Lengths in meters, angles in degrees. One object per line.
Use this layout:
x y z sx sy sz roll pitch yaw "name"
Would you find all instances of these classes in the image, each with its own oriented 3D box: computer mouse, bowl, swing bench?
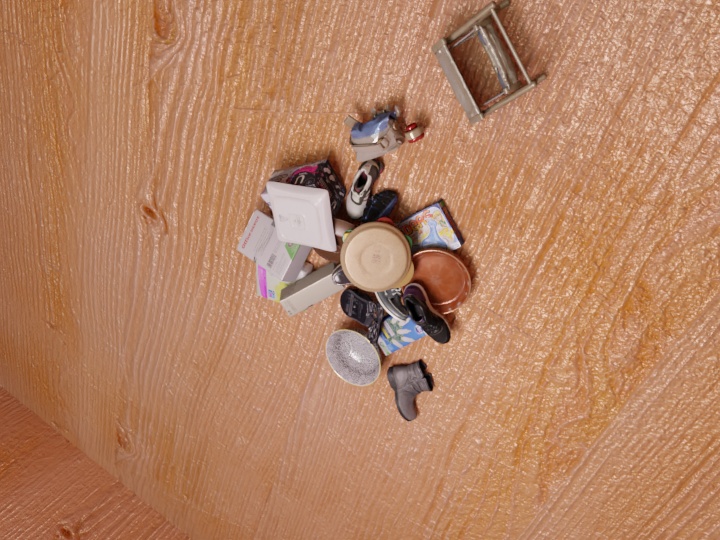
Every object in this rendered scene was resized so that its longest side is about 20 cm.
0.011 0.122 1.771 0.199 0.052 0.141 34 121 44 "computer mouse"
-0.005 0.254 1.844 0.198 0.094 0.204 14 121 24 "bowl"
0.279 -0.462 1.317 0.199 0.130 0.201 -26 99 37 "swing bench"

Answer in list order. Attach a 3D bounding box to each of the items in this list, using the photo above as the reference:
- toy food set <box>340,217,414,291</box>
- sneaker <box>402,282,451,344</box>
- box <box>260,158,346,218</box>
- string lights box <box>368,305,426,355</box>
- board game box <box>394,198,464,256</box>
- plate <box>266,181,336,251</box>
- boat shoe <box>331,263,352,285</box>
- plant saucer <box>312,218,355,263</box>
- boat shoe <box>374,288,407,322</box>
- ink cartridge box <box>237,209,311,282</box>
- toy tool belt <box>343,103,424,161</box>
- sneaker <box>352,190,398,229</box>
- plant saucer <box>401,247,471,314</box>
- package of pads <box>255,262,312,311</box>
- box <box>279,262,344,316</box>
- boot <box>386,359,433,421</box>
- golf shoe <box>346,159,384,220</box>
0.044 -0.040 1.560 0.197 0.049 0.201 -8 108 4 "toy food set"
0.176 0.138 1.608 0.075 0.088 0.201 -30 105 28 "sneaker"
-0.164 -0.221 1.671 0.197 0.116 0.133 -6 136 31 "box"
0.130 0.166 1.746 0.199 0.059 0.103 -33 92 36 "string lights box"
0.172 -0.094 1.613 0.199 0.034 0.137 -26 98 36 "board game box"
-0.169 -0.144 1.625 0.197 0.032 0.202 12 132 23 "plate"
0.000 0.000 1.673 0.197 0.065 0.073 -16 106 20 "boat shoe"
-0.069 -0.075 1.701 0.197 0.037 0.201 11 148 7 "plant saucer"
0.083 0.061 1.689 0.062 0.072 0.201 -47 58 20 "boat shoe"
-0.264 -0.077 1.801 0.199 0.084 0.147 33 99 23 "ink cartridge box"
0.056 -0.368 1.498 0.198 0.125 0.124 -13 114 33 "toy tool belt"
0.041 -0.135 1.623 0.075 0.078 0.201 39 95 40 "sneaker"
0.208 0.028 1.609 0.197 0.032 0.203 8 119 14 "plant saucer"
-0.248 0.029 1.897 0.197 0.068 0.157 17 121 22 "package of pads"
-0.149 0.057 1.791 0.198 0.083 0.069 -27 116 11 "box"
0.171 0.382 1.825 0.130 0.070 0.202 -14 109 29 "boot"
-0.005 -0.223 1.624 0.077 0.088 0.202 30 126 12 "golf shoe"
